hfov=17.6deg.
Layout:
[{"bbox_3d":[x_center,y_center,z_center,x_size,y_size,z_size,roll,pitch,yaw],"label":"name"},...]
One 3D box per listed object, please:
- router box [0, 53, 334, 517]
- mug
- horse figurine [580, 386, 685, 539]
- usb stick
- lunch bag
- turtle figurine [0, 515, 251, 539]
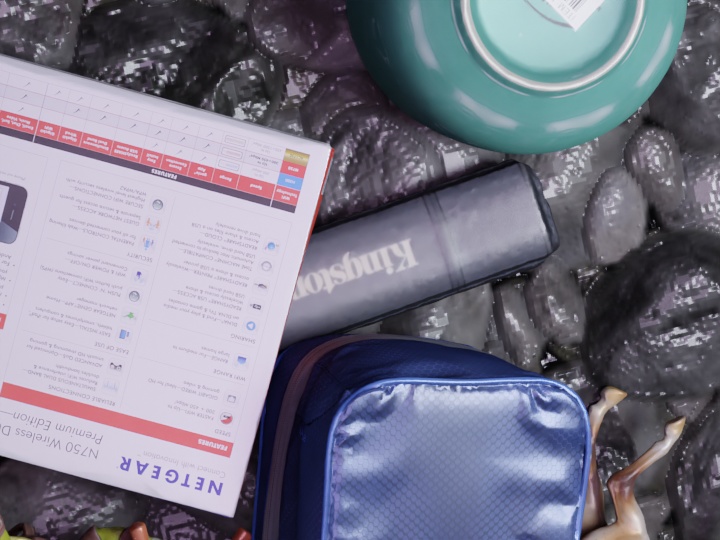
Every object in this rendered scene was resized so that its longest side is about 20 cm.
[{"bbox_3d":[-0.131,0.002,1.083,0.199,0.049,0.180,16,92,-2],"label":"router box"},{"bbox_3d":[0.061,-0.130,1.088,0.184,0.114,0.153,-4,99,-10],"label":"mug"},{"bbox_3d":[0.158,0.143,1.178,0.199,0.050,0.133,24,88,-14],"label":"horse figurine"},{"bbox_3d":[0.000,0.000,1.137,0.199,0.033,0.056,-19,102,-7],"label":"usb stick"},{"bbox_3d":[0.022,0.132,1.109,0.135,0.132,0.201,4,97,-18],"label":"lunch bag"},{"bbox_3d":[-0.164,0.143,1.099,0.200,0.065,0.161,-33,134,11],"label":"turtle figurine"}]
